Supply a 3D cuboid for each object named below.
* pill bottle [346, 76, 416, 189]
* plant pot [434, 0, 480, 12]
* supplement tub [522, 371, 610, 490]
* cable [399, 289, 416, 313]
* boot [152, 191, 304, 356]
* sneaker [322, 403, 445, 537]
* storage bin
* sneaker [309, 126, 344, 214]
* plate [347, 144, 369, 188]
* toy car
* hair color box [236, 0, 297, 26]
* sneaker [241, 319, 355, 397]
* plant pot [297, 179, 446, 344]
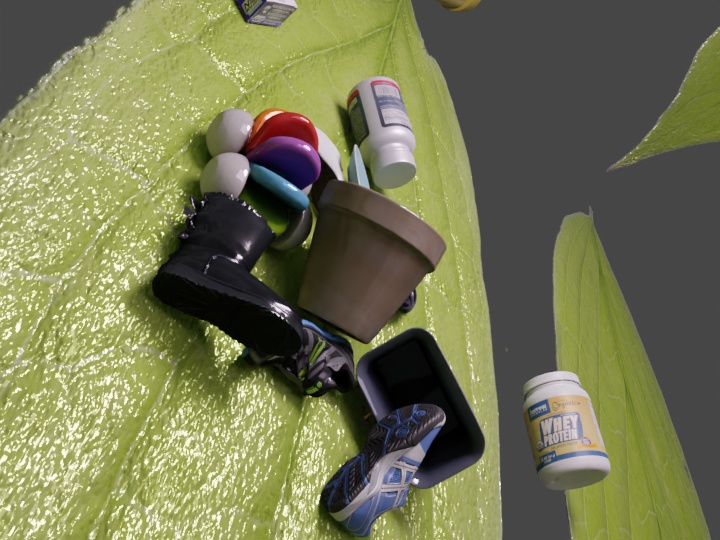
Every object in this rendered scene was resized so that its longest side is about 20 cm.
[{"bbox_3d":[0.046,-0.272,1.280,0.118,0.118,0.204,19,50,-48],"label":"pill bottle"},{"bbox_3d":[0.325,-1.036,2.284,0.187,0.200,0.204,-21,81,-44],"label":"plant pot"},{"bbox_3d":[0.412,0.326,1.302,0.143,0.143,0.204,29,42,-40],"label":"supplement tub"},{"bbox_3d":[0.066,-0.012,1.098,0.164,0.050,0.204,-89,162,-63],"label":"cable"},{"bbox_3d":[-0.140,-0.002,0.769,0.195,0.074,0.164,26,39,-8],"label":"boot"},{"bbox_3d":[0.039,0.253,0.826,0.199,0.075,0.078,-39,113,-20],"label":"sneaker"},{"bbox_3d":[0.078,0.196,0.938,0.203,0.143,0.134,62,2,5],"label":"storage bin"},{"bbox_3d":[-0.048,-0.163,1.090,0.084,0.072,0.204,0,64,-53],"label":"sneaker"},{"bbox_3d":[0.003,-0.117,1.116,0.200,0.025,0.206,-11,91,-84],"label":"plate"},{"bbox_3d":[-0.119,-0.143,0.892,0.174,0.148,0.204,33,40,-38],"label":"toy car"},{"bbox_3d":[-0.211,-0.566,1.195,0.203,0.064,0.109,60,30,2],"label":"hair color box"},{"bbox_3d":[-0.068,0.119,0.827,0.198,0.070,0.084,24,39,-50],"label":"sneaker"},{"bbox_3d":[0.000,0.000,0.902,0.199,0.198,0.176,34,79,-36],"label":"plant pot"}]
